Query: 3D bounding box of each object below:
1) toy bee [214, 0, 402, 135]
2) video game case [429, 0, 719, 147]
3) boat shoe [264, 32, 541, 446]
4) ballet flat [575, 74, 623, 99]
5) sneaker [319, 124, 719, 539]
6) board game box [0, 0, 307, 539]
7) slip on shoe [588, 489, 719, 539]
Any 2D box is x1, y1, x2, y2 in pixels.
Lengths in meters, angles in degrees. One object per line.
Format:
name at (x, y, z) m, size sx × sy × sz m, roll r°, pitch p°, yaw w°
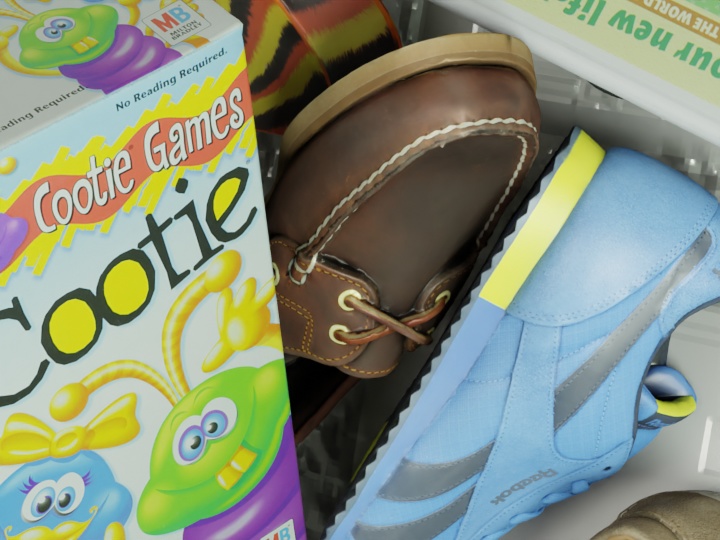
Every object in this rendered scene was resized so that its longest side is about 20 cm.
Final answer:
toy bee at (-0.083, -0.090, 0.867) m, size 0.199 × 0.131 × 0.109 m, roll -8°, pitch 110°, yaw 24°
video game case at (0.134, -0.117, 0.744) m, size 0.200 × 0.022 × 0.182 m, roll 30°, pitch 94°, yaw 28°
boat shoe at (0.000, 0.000, 0.821) m, size 0.200 × 0.070 × 0.071 m, roll 133°, pitch 133°, yaw -56°
ballet flat at (0.040, -0.122, 0.832) m, size 0.200 × 0.057 × 0.067 m, roll 42°, pitch 109°, yaw 24°
sneaker at (0.047, 0.053, 0.821) m, size 0.078 × 0.066 × 0.200 m, roll 32°, pitch 119°, yaw -1°
board game box at (-0.091, 0.009, 0.774) m, size 0.103 × 0.105 × 0.200 m, roll 39°, pitch 148°, yaw 39°
slip on shoe at (0.057, 0.155, 0.811) m, size 0.076 × 0.061 × 0.200 m, roll 39°, pitch 109°, yaw 28°
